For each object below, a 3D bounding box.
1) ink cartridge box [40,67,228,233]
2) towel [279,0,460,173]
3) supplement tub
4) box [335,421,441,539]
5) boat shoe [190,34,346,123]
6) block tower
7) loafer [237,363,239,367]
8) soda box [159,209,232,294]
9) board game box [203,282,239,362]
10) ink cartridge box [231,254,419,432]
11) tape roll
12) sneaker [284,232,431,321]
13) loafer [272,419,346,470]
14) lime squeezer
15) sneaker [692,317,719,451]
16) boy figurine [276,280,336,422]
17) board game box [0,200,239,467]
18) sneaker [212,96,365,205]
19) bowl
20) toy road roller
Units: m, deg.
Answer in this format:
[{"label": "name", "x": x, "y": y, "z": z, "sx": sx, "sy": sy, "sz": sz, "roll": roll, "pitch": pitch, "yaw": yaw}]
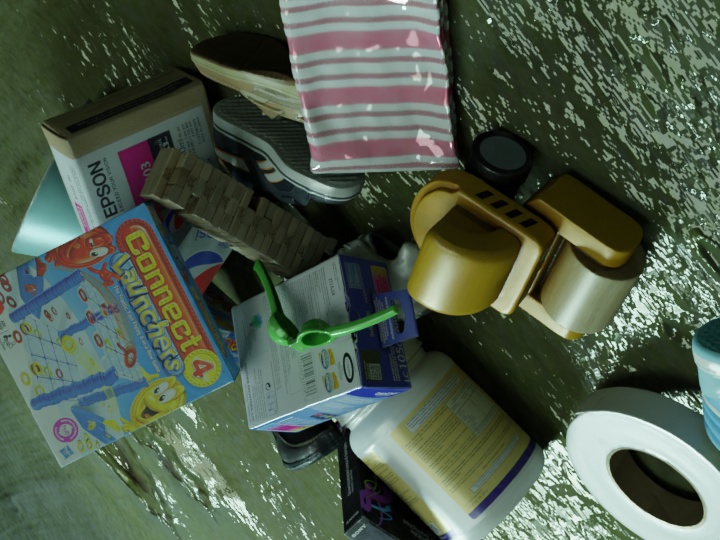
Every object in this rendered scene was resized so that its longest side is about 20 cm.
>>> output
[{"label": "ink cartridge box", "x": -0.231, "y": -0.096, "z": 1.207, "sx": 0.075, "sy": 0.164, "sz": 0.201, "roll": 31, "pitch": 143, "yaw": 47}, {"label": "towel", "x": 0.010, "y": -0.172, "z": 0.984, "sx": 0.146, "sy": 0.030, "sz": 0.201, "roll": -1, "pitch": 125, "yaw": 12}, {"label": "supplement tub", "x": 0.080, "y": 0.179, "z": 1.175, "sx": 0.200, "sy": 0.145, "sz": 0.145, "roll": 45, "pitch": 142, "yaw": 4}, {"label": "box", "x": 0.039, "y": 0.250, "z": 1.218, "sx": 0.143, "sy": 0.200, "sz": 0.036, "roll": 37, "pitch": 108, "yaw": -19}, {"label": "boat shoe", "x": -0.083, "y": -0.178, "z": 1.081, "sx": 0.199, "sy": 0.071, "sz": 0.065, "roll": 23, "pitch": 135, "yaw": 26}, {"label": "block tower", "x": -0.121, "y": -0.051, "z": 1.120, "sx": 0.200, "sy": 0.058, "sz": 0.054, "roll": 29, "pitch": 167, "yaw": -30}, {"label": "loafer", "x": -0.195, "y": 0.096, "z": 1.349, "sx": 0.071, "sy": 0.200, "sz": 0.068, "roll": -63, "pitch": 34, "yaw": 15}, {"label": "soda box", "x": -0.196, "y": -0.011, "z": 1.180, "sx": 0.063, "sy": 0.200, "sz": 0.068, "roll": 34, "pitch": 179, "yaw": -44}, {"label": "board game box", "x": -0.195, "y": 0.042, "z": 1.291, "sx": 0.200, "sy": 0.135, "sz": 0.035, "roll": 37, "pitch": 100, "yaw": 42}, {"label": "ink cartridge box", "x": -0.032, "y": 0.072, "z": 1.103, "sx": 0.200, "sy": 0.076, "sz": 0.137, "roll": -26, "pitch": 67, "yaw": 40}, {"label": "tape roll", "x": 0.289, "y": 0.196, "z": 1.056, "sx": 0.202, "sy": 0.037, "sz": 0.203, "roll": 34, "pitch": 150, "yaw": 23}, {"label": "sneaker", "x": 0.000, "y": 0.000, "z": 1.172, "sx": 0.199, "sy": 0.074, "sz": 0.088, "roll": 0, "pitch": 111, "yaw": 35}, {"label": "loafer", "x": -0.071, "y": 0.173, "z": 1.239, "sx": 0.073, "sy": 0.073, "sz": 0.200, "roll": 65, "pitch": 164, "yaw": -6}, {"label": "lime squeezer", "x": -0.047, "y": 0.046, "z": 1.055, "sx": 0.199, "sy": 0.071, "sz": 0.038, "roll": 17, "pitch": 154, "yaw": 44}, {"label": "sneaker", "x": 0.372, "y": 0.122, "z": 0.912, "sx": 0.200, "sy": 0.079, "sz": 0.131, "roll": 22, "pitch": 134, "yaw": 42}, {"label": "boy figurine", "x": -0.050, "y": 0.105, "z": 1.301, "sx": 0.124, "sy": 0.064, "sz": 0.201, "roll": -1, "pitch": 118, "yaw": 40}, {"label": "board game box", "x": -0.253, "y": 0.062, "z": 1.106, "sx": 0.201, "sy": 0.195, "sz": 0.056, "roll": 63, "pitch": -178, "yaw": -5}, {"label": "sneaker", "x": -0.073, "y": -0.105, "z": 1.131, "sx": 0.200, "sy": 0.078, "sz": 0.080, "roll": 34, "pitch": 137, "yaw": 33}, {"label": "bowl", "x": -0.319, "y": -0.090, "z": 1.306, "sx": 0.105, "sy": 0.201, "sz": 0.201, "roll": 26, "pitch": 144, "yaw": -13}, {"label": "toy road roller", "x": 0.131, "y": -0.010, "z": 0.965, "sx": 0.200, "sy": 0.146, "sz": 0.123, "roll": 35, "pitch": 141, "yaw": 15}]
